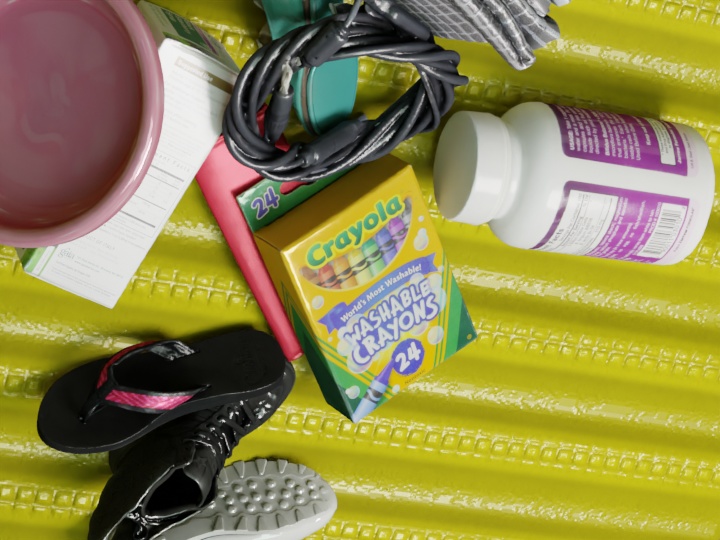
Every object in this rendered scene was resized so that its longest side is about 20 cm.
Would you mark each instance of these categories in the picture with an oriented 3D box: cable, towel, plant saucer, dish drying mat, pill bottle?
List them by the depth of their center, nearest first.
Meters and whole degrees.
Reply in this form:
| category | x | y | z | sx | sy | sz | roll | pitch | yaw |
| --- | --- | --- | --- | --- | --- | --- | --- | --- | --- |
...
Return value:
| category | x | y | z | sx | sy | sz | roll | pitch | yaw |
| --- | --- | --- | --- | --- | --- | --- | --- | --- | --- |
| plant saucer | -0.220 | -0.117 | 1.512 | 0.199 | 0.051 | 0.203 | 1 | 92 | 20 |
| towel | 0.043 | -0.228 | 1.527 | 0.200 | 0.165 | 0.086 | 40 | 77 | -32 |
| cable | -0.008 | -0.118 | 1.568 | 0.163 | 0.051 | 0.200 | -42 | 152 | 12 |
| dish drying mat | -0.064 | -0.028 | 1.675 | 0.076 | 0.018 | 0.201 | -33 | 122 | -13 |
| pill bottle | 0.161 | -0.069 | 1.682 | 0.198 | 0.112 | 0.113 | 7 | 113 | -22 |

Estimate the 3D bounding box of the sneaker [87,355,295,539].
| category | x | y | z | sx | sy | sz | roll | pitch | yaw |
| --- | --- | --- | --- | --- | --- | --- | --- | --- | --- |
| sneaker | -0.126 | 0.145 | 1.692 | 0.199 | 0.104 | 0.060 | -32 | 121 | -2 |

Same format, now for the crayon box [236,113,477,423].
| category | x | y | z | sx | sy | sz | roll | pitch | yaw |
| --- | --- | --- | --- | --- | --- | --- | --- | --- | --- |
| crayon box | 0.000 | 0.000 | 1.680 | 0.125 | 0.051 | 0.201 | -34 | 122 | -17 |

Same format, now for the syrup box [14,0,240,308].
| category | x | y | z | sx | sy | sz | roll | pitch | yaw |
| --- | --- | --- | --- | --- | --- | --- | --- | --- | --- |
| syrup box | -0.168 | -0.083 | 1.579 | 0.081 | 0.079 | 0.201 | 24 | 106 | -30 |

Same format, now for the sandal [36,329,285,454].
| category | x | y | z | sx | sy | sz | roll | pitch | yaw |
| --- | --- | --- | --- | --- | --- | --- | --- | --- | --- |
| sandal | -0.153 | 0.081 | 1.666 | 0.198 | 0.076 | 0.045 | -17 | 150 | -15 |

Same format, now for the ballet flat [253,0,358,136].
| category | x | y | z | sx | sy | sz | roll | pitch | yaw |
| --- | --- | --- | --- | --- | --- | --- | --- | --- | --- |
| ballet flat | -0.043 | -0.177 | 1.579 | 0.067 | 0.070 | 0.201 | -48 | 157 | -23 |

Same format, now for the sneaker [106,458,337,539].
| category | x | y | z | sx | sy | sz | roll | pitch | yaw |
| --- | --- | --- | --- | --- | --- | --- | --- | --- | --- |
| sneaker | -0.114 | 0.214 | 1.759 | 0.198 | 0.077 | 0.081 | -14 | 130 | -7 |
